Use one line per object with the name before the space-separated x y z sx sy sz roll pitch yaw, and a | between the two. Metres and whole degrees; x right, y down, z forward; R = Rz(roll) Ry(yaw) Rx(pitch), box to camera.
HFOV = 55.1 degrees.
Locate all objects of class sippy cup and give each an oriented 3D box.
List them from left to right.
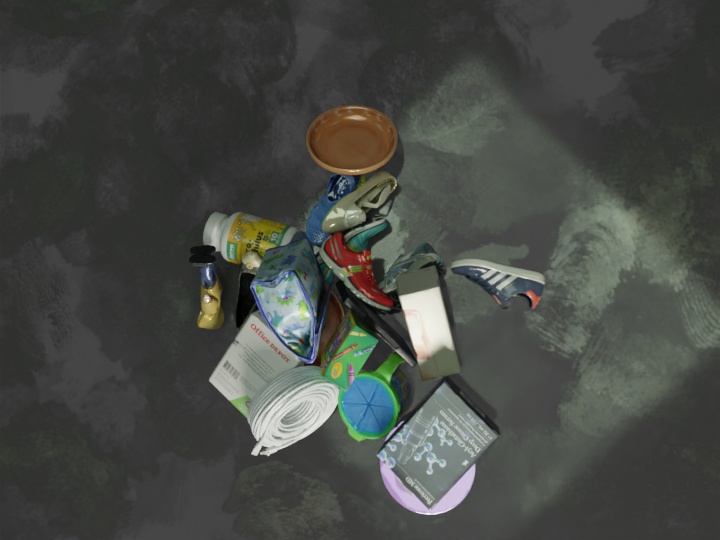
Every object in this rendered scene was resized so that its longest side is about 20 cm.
sippy cup | 0.039 0.260 1.428 0.176 0.130 0.141 -28 87 27

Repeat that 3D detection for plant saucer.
plant saucer | -0.126 0.120 1.526 0.197 0.032 0.204 -1 86 11
plant saucer | -0.018 -0.276 1.488 0.196 0.038 0.203 0 54 0

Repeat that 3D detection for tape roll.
tape roll | 0.142 0.398 1.443 0.196 0.066 0.204 -1 86 10

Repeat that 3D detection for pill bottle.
pill bottle | -0.239 -0.063 1.517 0.197 0.113 0.115 16 89 11

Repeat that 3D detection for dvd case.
dvd case | 0.030 0.105 1.406 0.018 0.143 0.200 -45 105 4

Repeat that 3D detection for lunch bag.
lunch bag | -0.123 0.062 1.392 0.125 0.171 0.203 -15 113 13

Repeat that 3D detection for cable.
cable | -0.139 0.285 1.441 0.069 0.197 0.202 51 138 35

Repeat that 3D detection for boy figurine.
boy figurine | -0.337 0.042 1.524 0.063 0.125 0.202 -3 128 -10

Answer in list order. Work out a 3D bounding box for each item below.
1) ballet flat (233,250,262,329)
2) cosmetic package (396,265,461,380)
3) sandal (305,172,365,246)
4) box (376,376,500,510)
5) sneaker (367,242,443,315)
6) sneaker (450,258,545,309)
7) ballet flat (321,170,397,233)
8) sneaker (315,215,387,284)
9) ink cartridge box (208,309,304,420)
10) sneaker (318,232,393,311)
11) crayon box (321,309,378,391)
ballet flat | -0.238 0.045 1.489 0.065 0.057 0.202 19 127 10
cosmetic package | 0.139 0.107 1.401 0.086 0.104 0.203 -13 112 7
sandal | -0.063 -0.147 1.505 0.079 0.087 0.202 27 93 9
box | 0.154 0.335 1.358 0.148 0.107 0.200 43 95 9
sneaker | 0.090 0.018 1.482 0.199 0.077 0.087 -37 42 21
sneaker | 0.280 0.031 1.435 0.197 0.075 0.086 12 84 11
ballet flat | 0.003 -0.140 1.468 0.069 0.070 0.200 43 72 10
sneaker | -0.018 -0.048 1.508 0.199 0.078 0.080 -38 100 11
ink cartridge box | -0.212 0.201 1.482 0.145 0.084 0.201 41 113 11
sneaker | 0.000 0.000 1.423 0.200 0.077 0.085 44 98 10
crayon box | -0.025 0.156 1.393 0.058 0.200 0.120 32 93 -6
